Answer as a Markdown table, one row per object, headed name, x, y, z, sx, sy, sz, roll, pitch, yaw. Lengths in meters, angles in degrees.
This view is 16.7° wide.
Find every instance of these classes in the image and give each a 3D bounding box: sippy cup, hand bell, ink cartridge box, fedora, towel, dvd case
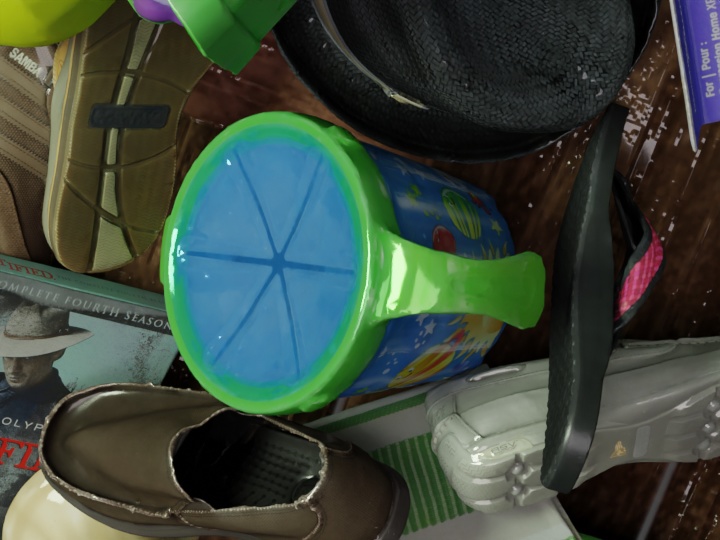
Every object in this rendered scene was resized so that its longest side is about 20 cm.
| name | x | y | z | sx | sy | sz | roll | pitch | yaw |
| --- | --- | --- | --- | --- | --- | --- | --- | --- | --- |
| sippy cup | 0.000 | 0.000 | 1.136 | 0.178 | 0.130 | 0.140 | 51 | 120 | 34 |
| hand bell | -0.103 | 0.184 | 1.165 | 0.104 | 0.200 | 0.105 | -9 | 126 | -13 |
| ink cartridge box | 0.142 | -0.170 | 1.043 | 0.043 | 0.200 | 0.199 | -9 | 107 | 10 |
| fedora | 0.057 | -0.125 | 1.091 | 0.199 | 0.092 | 0.202 | -7 | 115 | -15 |
| towel | 0.037 | 0.146 | 1.150 | 0.152 | 0.201 | 0.023 | -16 | 149 | -19 |
| dvd case | -0.186 | 0.084 | 1.205 | 0.145 | 0.022 | 0.201 | 15 | 114 | -34 |

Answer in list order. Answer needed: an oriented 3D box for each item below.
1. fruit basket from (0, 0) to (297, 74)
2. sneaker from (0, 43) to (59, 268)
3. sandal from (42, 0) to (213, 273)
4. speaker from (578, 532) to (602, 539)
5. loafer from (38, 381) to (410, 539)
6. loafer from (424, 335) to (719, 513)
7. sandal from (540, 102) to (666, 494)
| name | x | y | z | sx | sy | sz | roll | pitch | yaw |
| --- | --- | --- | --- | --- | --- | --- | --- | --- | --- |
| fruit basket | -0.120 | -0.162 | 1.015 | 0.214 | 0.156 | 0.217 | 0 | 89 | 3 |
| sneaker | -0.155 | -0.073 | 1.171 | 0.075 | 0.070 | 0.201 | -6 | 109 | 1 |
| sandal | -0.109 | -0.096 | 1.139 | 0.080 | 0.054 | 0.201 | 3 | 116 | -33 |
| speaker | 0.083 | 0.165 | 1.214 | 0.199 | 0.088 | 0.089 | 17 | 108 | 0 |
| loafer | -0.072 | 0.083 | 1.135 | 0.199 | 0.073 | 0.071 | 7 | 154 | 30 |
| loafer | 0.127 | 0.057 | 1.171 | 0.199 | 0.070 | 0.070 | -11 | 140 | -18 |
| sandal | 0.114 | 0.014 | 1.126 | 0.045 | 0.201 | 0.075 | 10 | 147 | -3 |
